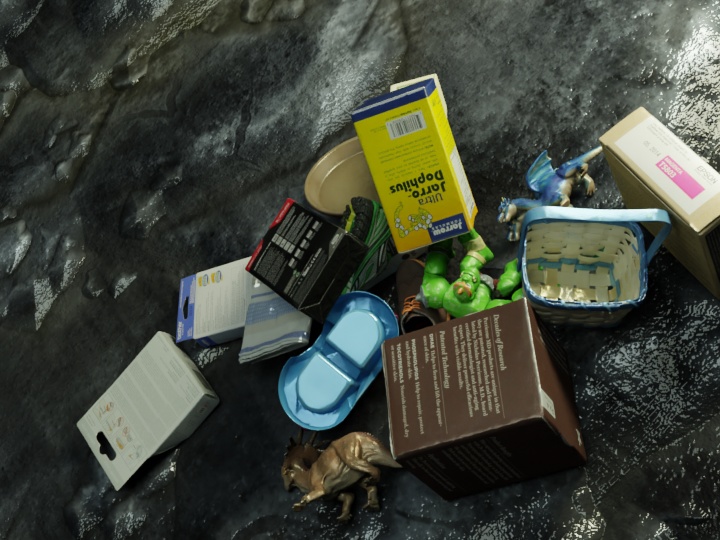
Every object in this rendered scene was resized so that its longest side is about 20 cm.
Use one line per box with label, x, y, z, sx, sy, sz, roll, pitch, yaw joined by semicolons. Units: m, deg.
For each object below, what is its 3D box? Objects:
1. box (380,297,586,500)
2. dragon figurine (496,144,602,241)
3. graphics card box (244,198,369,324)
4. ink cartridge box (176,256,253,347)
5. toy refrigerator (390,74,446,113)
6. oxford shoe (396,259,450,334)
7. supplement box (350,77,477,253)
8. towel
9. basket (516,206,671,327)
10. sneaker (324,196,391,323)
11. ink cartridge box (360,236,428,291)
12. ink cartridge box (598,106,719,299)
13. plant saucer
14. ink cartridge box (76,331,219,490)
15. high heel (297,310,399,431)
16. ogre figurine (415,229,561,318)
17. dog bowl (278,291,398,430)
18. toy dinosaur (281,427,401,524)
box;0.152;0.164;1.479;0.198;0.166;0.166;-18;55;20
dragon figurine;0.267;-0.124;1.647;0.099;0.059;0.201;26;80;38
graphics card box;-0.078;-0.017;1.655;0.126;0.051;0.200;-58;30;-1
ink cartridge box;-0.191;0.045;1.834;0.198;0.042;0.121;-15;58;20
toy refrigerator;0.085;-0.206;1.752;0.075;0.070;0.201;-12;38;14
oxford shoe;0.085;0.057;1.641;0.071;0.073;0.201;-28;52;13
supplement box;0.075;-0.143;1.607;0.108;0.202;0.109;-17;11;14
towel;-0.115;0.032;1.733;0.146;0.024;0.202;-19;53;42
basket;0.272;-0.016;1.464;0.174;0.201;0.141;3;63;-4
sneaker;0.000;0.000;1.681;0.202;0.084;0.078;-67;30;17
ink cartridge box;0.025;-0.038;1.755;0.199;0.039;0.100;-33;51;10
ink cartridge box;0.398;-0.083;1.476;0.075;0.165;0.200;-36;52;1
plant saucer;0.011;-0.141;1.793;0.198;0.030;0.201;-15;38;12
ink cartridge box;-0.325;0.216;1.817;0.200;0.057;0.163;-51;50;7
high heel;-0.020;0.135;1.643;0.201;0.067;0.096;-61;20;-16
ogre figurine;0.164;0.020;1.602;0.199;0.098;0.120;30;60;9
dog bowl;-0.025;0.124;1.608;0.111;0.050;0.201;37;91;15
toy dinosaur;-0.030;0.256;1.592;0.198;0.086;0.136;-24;47;10
